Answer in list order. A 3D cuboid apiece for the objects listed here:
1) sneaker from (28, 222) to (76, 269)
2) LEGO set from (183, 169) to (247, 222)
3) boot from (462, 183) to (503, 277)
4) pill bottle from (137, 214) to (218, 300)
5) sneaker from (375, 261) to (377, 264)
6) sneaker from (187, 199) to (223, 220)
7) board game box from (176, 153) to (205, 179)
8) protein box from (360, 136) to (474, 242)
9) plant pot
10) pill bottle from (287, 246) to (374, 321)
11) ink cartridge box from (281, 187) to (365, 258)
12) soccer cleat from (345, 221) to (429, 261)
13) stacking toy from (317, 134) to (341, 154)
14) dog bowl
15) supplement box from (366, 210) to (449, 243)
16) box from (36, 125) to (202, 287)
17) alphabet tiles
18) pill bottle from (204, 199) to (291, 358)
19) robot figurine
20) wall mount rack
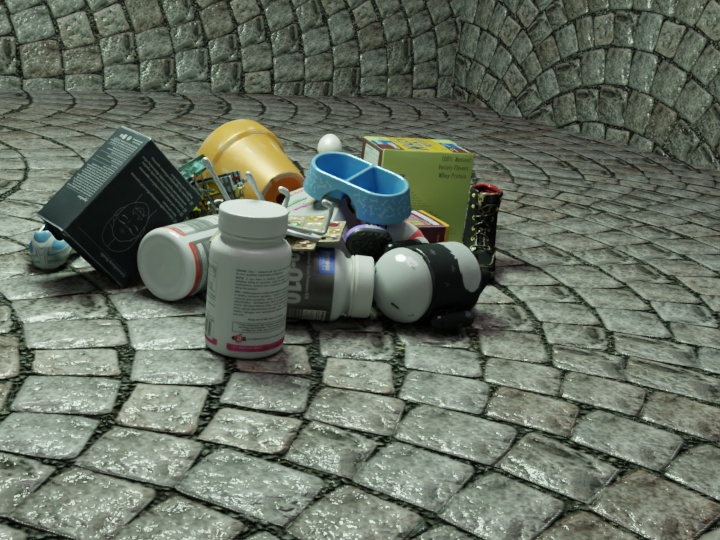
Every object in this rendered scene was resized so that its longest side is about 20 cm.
[{"bbox_3d":[-0.511,-0.060,1.607,0.072,0.073,0.200,4,17,-2],"label":"sneaker"},{"bbox_3d":[-0.257,-0.102,1.681,0.115,0.154,0.200,-12,6,16],"label":"LEGO set"},{"bbox_3d":[0.231,-0.077,1.784,0.073,0.151,0.200,8,18,6],"label":"boot"},{"bbox_3d":[-0.254,-0.027,1.522,0.116,0.116,0.200,16,20,28],"label":"pill bottle"},{"bbox_3d":[0.000,0.000,1.620,0.090,0.067,0.200,7,17,32],"label":"sneaker"},{"bbox_3d":[-0.306,-0.103,1.815,0.199,0.078,0.080,1,10,-16],"label":"sneaker"},{"bbox_3d":[-0.376,-0.132,1.718,0.200,0.028,0.135,-34,8,29],"label":"board game box"},{"bbox_3d":[0.106,-0.160,1.919,0.198,0.201,0.135,0,19,-18],"label":"protein box"},{"bbox_3d":[-0.210,-0.180,1.909,0.200,0.201,0.183,-10,35,-41],"label":"plant pot"},{"bbox_3d":[-0.083,0.019,1.442,0.199,0.114,0.114,4,18,-6],"label":"pill bottle"},{"bbox_3d":[-0.073,-0.080,1.636,0.144,0.084,0.200,-19,27,21],"label":"ink cartridge box"},{"bbox_3d":[0.036,-0.057,1.573,0.200,0.068,0.073,4,46,-49],"label":"soccer cleat"},{"bbox_3d":[-0.059,-0.171,1.856,0.145,0.201,0.146,4,-9,1],"label":"stacking toy"},{"bbox_3d":[-0.004,-0.143,1.570,0.200,0.050,0.111,25,37,25],"label":"dog bowl"},{"bbox_3d":[0.053,-0.058,1.773,0.199,0.086,0.110,-3,20,-27],"label":"supplement box"},{"bbox_3d":[-0.384,-0.103,1.508,0.107,0.149,0.200,24,68,45],"label":"box"},{"bbox_3d":[-0.125,-0.059,1.451,0.199,0.006,0.167,1,20,6],"label":"alphabet tiles"},{"bbox_3d":[-0.154,0.010,1.300,0.113,0.201,0.113,6,18,-2],"label":"pill bottle"},{"bbox_3d":[0.111,0.020,1.498,0.199,0.125,0.150,-7,12,-36],"label":"robot figurine"},{"bbox_3d":[-0.143,-0.103,1.399,0.173,0.075,0.200,13,5,-43],"label":"wall mount rack"}]
